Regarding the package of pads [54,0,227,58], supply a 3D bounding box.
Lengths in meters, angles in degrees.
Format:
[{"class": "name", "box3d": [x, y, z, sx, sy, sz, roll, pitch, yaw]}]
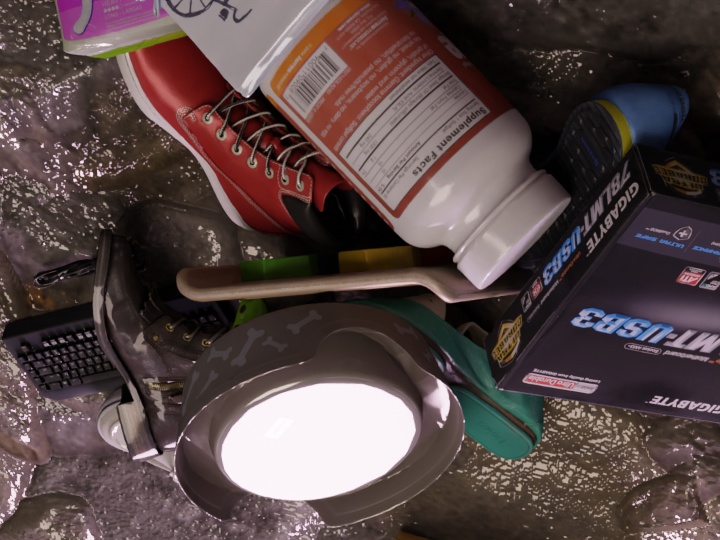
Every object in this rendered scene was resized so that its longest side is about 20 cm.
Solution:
[{"class": "package of pads", "box3d": [-0.112, -0.232, 1.467, 0.199, 0.068, 0.156, -12, 86, 28]}]

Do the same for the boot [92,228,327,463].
[{"class": "boot", "box3d": [-0.101, 0.048, 1.703, 0.173, 0.069, 0.202, -11, 114, 2]}]

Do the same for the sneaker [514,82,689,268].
[{"class": "sneaker", "box3d": [0.153, -0.062, 1.531, 0.066, 0.078, 0.200, 61, 149, 13]}]

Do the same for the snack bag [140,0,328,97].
[{"class": "snack bag", "box3d": [-0.077, -0.230, 1.399, 0.189, 0.021, 0.200, -46, 74, 19]}]

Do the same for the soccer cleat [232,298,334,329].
[{"class": "soccer cleat", "box3d": [-0.009, 0.068, 1.661, 0.199, 0.082, 0.067, 15, 170, -37]}]

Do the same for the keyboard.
[{"class": "keyboard", "box3d": [-0.191, 0.038, 1.772, 0.199, 0.021, 0.128, -13, 119, 28]}]

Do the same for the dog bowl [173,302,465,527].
[{"class": "dog bowl", "box3d": [-0.031, 0.098, 1.568, 0.198, 0.059, 0.201, -8, 141, -7]}]

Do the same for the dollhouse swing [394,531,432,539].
[{"class": "dollhouse swing", "box3d": [0.092, 0.319, 1.767, 0.198, 0.176, 0.183, 18, 129, 7]}]

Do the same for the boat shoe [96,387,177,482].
[{"class": "boat shoe", "box3d": [-0.116, 0.137, 1.780, 0.198, 0.070, 0.071, 8, 131, 15]}]

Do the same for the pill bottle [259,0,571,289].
[{"class": "pill bottle", "box3d": [0.038, -0.089, 1.493, 0.200, 0.112, 0.112, 46, 130, 7]}]

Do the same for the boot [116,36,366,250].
[{"class": "boot", "box3d": [-0.074, -0.099, 1.547, 0.144, 0.072, 0.200, 16, 147, 57]}]

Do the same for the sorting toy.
[{"class": "sorting toy", "box3d": [0.000, 0.000, 1.579, 0.198, 0.185, 0.037, 0, 92, 24]}]

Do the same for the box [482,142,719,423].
[{"class": "box", "box3d": [0.212, 0.016, 1.517, 0.199, 0.050, 0.199, 11, 134, -27]}]

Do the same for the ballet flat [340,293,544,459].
[{"class": "ballet flat", "box3d": [0.056, 0.059, 1.643, 0.200, 0.071, 0.067, 36, 137, -29]}]
